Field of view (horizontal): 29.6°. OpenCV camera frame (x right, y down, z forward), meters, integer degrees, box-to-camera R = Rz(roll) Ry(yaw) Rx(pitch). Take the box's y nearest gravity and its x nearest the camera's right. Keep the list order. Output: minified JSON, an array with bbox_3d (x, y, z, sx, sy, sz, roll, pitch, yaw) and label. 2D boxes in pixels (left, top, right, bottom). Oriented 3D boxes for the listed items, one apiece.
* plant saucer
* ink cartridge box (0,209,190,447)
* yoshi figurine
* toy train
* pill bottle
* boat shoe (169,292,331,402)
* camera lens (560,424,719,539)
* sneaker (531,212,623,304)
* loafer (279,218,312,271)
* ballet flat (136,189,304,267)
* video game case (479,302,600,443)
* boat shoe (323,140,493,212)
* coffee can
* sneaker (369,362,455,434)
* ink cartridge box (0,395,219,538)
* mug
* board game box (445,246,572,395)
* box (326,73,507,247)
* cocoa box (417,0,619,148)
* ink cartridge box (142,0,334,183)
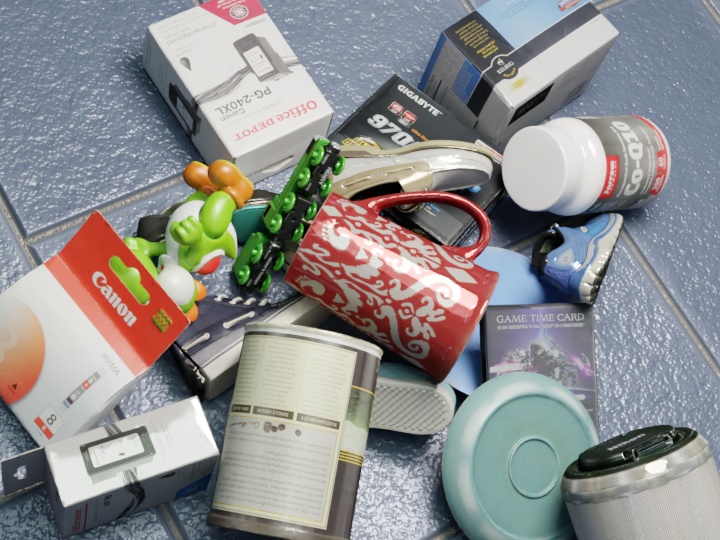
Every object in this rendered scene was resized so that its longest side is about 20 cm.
[{"bbox_3d":[0.181,0.210,1.457,0.198,0.027,0.203,2,85,-25],"label":"plant saucer"},{"bbox_3d":[-0.290,0.065,1.376,0.162,0.200,0.050,48,18,12],"label":"ink cartridge box"},{"bbox_3d":[-0.203,-0.029,1.430,0.111,0.113,0.201,22,72,16],"label":"yoshi figurine"},{"bbox_3d":[-0.080,-0.063,1.489,0.041,0.201,0.057,21,23,-30],"label":"toy train"},{"bbox_3d":[0.266,-0.124,1.604,0.199,0.114,0.115,-8,64,-44],"label":"pill bottle"},{"bbox_3d":[-0.122,0.051,1.478,0.199,0.075,0.093,-32,69,-27],"label":"boat shoe"},{"bbox_3d":[0.305,0.271,1.401,0.159,0.160,0.202,-19,91,-22],"label":"camera lens"},{"bbox_3d":[0.249,-0.029,1.574,0.088,0.079,0.200,21,21,11],"label":"sneaker"},{"bbox_3d":[0.000,0.000,1.522,0.198,0.063,0.072,22,54,9],"label":"loafer"},{"bbox_3d":[-0.159,-0.062,1.532,0.198,0.068,0.069,-15,56,-20],"label":"ballet flat"},{"bbox_3d":[0.198,0.138,1.494,0.141,0.019,0.203,-1,85,-24],"label":"video game case"},{"bbox_3d":[0.053,-0.099,1.536,0.197,0.075,0.069,-3,61,3],"label":"boat shoe"},{"bbox_3d":[-0.064,0.166,1.361,0.145,0.146,0.202,12,79,-8],"label":"coffee can"},{"bbox_3d":[0.008,0.131,1.485,0.198,0.082,0.075,15,102,10],"label":"sneaker"},{"bbox_3d":[-0.248,0.202,1.345,0.198,0.116,0.068,-17,68,-20],"label":"ink cartridge box"},{"bbox_3d":[0.037,-0.001,1.452,0.199,0.134,0.178,28,50,0],"label":"mug"},{"bbox_3d":[0.147,0.066,1.561,0.157,0.039,0.201,30,58,9],"label":"board game box"},{"bbox_3d":[0.069,-0.122,1.617,0.199,0.046,0.159,37,61,14],"label":"box"},{"bbox_3d":[0.191,-0.257,1.677,0.199,0.134,0.131,-35,76,-27],"label":"cocoa box"},{"bbox_3d":[-0.143,-0.213,1.599,0.144,0.084,0.201,-27,73,-25],"label":"ink cartridge box"}]
